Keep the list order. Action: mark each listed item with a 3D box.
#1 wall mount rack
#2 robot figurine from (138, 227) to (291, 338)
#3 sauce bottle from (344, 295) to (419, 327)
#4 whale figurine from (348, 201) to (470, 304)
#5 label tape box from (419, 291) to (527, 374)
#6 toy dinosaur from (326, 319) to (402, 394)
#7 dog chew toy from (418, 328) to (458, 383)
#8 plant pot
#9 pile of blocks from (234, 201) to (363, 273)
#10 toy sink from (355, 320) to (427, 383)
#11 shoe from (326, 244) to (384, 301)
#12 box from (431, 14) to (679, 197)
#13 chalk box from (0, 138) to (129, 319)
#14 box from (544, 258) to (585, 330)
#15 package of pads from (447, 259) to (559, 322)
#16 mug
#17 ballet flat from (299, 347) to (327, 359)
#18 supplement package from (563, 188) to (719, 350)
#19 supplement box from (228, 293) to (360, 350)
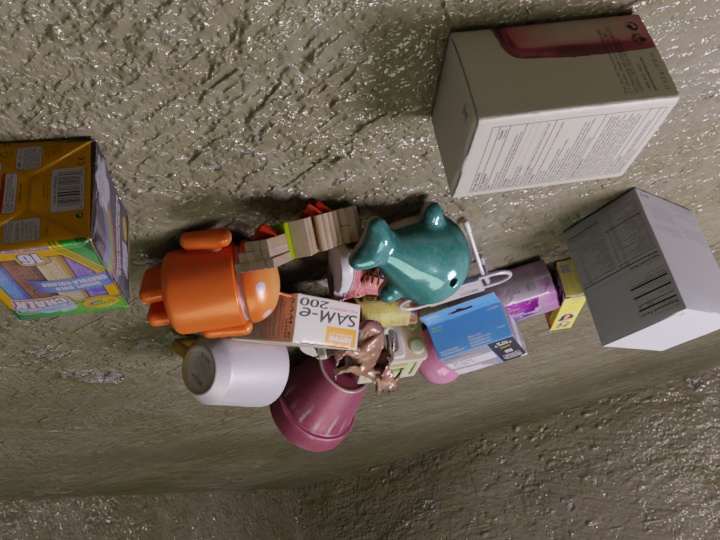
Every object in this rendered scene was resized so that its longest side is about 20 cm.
[{"bbox_3d":[0.139,-0.002,0.957,0.196,0.076,0.174,-18,157,15],"label":"wall mount rack"},{"bbox_3d":[-0.196,0.020,0.806,0.195,0.147,0.117,-8,176,-5],"label":"robot figurine"},{"bbox_3d":[0.004,0.071,1.049,0.195,0.067,0.066,-3,154,-8],"label":"sauce bottle"},{"bbox_3d":[0.076,-0.015,0.809,0.198,0.104,0.161,11,115,-48],"label":"whale figurine"},{"bbox_3d":[0.208,0.122,1.067,0.142,0.064,0.200,-21,151,19],"label":"label tape box"},{"bbox_3d":[0.014,0.132,1.016,0.132,0.087,0.202,-7,140,-12],"label":"toy dinosaur"},{"bbox_3d":[0.213,0.160,1.266,0.197,0.126,0.124,-28,151,14],"label":"dog chew toy"},{"bbox_3d":[-0.076,0.263,1.287,0.197,0.202,0.180,9,134,-36],"label":"plant pot"},{"bbox_3d":[-0.078,-0.052,0.758,0.198,0.064,0.081,-19,-168,-41],"label":"pile of blocks"},{"bbox_3d":[0.054,0.142,1.161,0.127,0.114,0.201,-6,154,-11],"label":"toy sink"},{"bbox_3d":[0.000,0.000,0.887,0.089,0.073,0.200,-10,167,-8],"label":"shoe"},{"bbox_3d":[0.183,-0.163,0.593,0.195,0.111,0.128,-7,155,-7],"label":"box"},{"bbox_3d":[-0.326,-0.029,0.642,0.121,0.127,0.201,-6,153,-12],"label":"chalk box"},{"bbox_3d":[0.404,0.052,1.168,0.049,0.077,0.201,-10,156,5],"label":"box"},{"bbox_3d":[0.270,0.054,1.113,0.196,0.077,0.120,-19,155,16],"label":"package of pads"},{"bbox_3d":[-0.241,0.174,1.033,0.184,0.153,0.152,-19,166,28],"label":"mug"},{"bbox_3d":[-0.089,0.141,1.158,0.071,0.073,0.200,-20,154,19],"label":"ballet flat"},{"bbox_3d":[0.467,0.007,0.951,0.188,0.204,0.147,9,149,-35],"label":"supplement package"},{"bbox_3d":[-0.109,0.083,0.944,0.124,0.075,0.198,13,168,-40],"label":"supplement box"}]
